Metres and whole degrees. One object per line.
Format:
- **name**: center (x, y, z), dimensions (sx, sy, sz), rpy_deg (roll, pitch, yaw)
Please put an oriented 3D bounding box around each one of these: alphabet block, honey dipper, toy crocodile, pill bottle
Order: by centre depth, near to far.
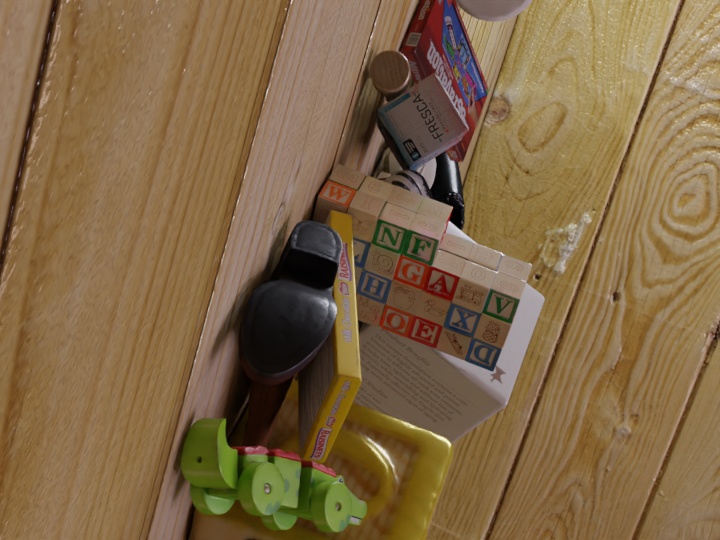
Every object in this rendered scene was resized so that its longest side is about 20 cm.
- **toy crocodile**: center (-0.064, 0.162, 1.062), dimensions (0.199, 0.067, 0.063), rpy_deg (26, 65, -47)
- **alphabet block**: center (-0.045, 0.249, 1.242), dimensions (0.197, 0.193, 0.202), rpy_deg (-65, 174, -54)
- **honey dipper**: center (0.030, -0.181, 1.342), dimensions (0.200, 0.038, 0.038), rpy_deg (-31, 141, -87)
- **pill bottle**: center (0.168, -0.368, 1.624), dimensions (0.200, 0.111, 0.113), rpy_deg (-60, 168, -63)

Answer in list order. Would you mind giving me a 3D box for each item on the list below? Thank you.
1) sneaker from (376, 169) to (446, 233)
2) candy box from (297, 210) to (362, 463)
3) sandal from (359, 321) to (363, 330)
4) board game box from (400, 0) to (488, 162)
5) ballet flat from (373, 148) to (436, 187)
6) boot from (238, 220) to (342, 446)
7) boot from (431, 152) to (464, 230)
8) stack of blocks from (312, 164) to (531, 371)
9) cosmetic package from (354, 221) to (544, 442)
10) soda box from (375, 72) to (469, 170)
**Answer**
- **sneaker**: center (0.029, -0.012, 1.357), dimensions (0.076, 0.114, 0.202), rpy_deg (-58, 138, -44)
- **candy box**: center (-0.028, 0.052, 1.163), dimensions (0.201, 0.026, 0.103), rpy_deg (-94, -161, -48)
- **sandal**: center (-0.001, 0.000, 1.419), dimensions (0.202, 0.075, 0.048), rpy_deg (-59, 159, -20)
- **board game box**: center (0.096, -0.218, 1.528), dimensions (0.104, 0.019, 0.200), rpy_deg (-67, 152, -23)
- **ballet flat**: center (0.037, -0.095, 1.548), dimensions (0.070, 0.069, 0.201), rpy_deg (102, 11, -51)
- **boot**: center (-0.078, 0.086, 1.103), dimensions (0.189, 0.068, 0.202), rpy_deg (-85, -166, -56)
- **boot**: center (0.097, -0.139, 1.660), dimensions (0.199, 0.072, 0.164), rpy_deg (111, -19, -53)
- **stack of blocks**: center (0.050, -0.002, 1.257), dimensions (0.059, 0.198, 0.116), rpy_deg (-61, 170, -52)
- **cosmetic package**: center (0.064, 0.082, 1.511), dimensions (0.200, 0.167, 0.167), rpy_deg (-42, -165, 46)
- **soda box**: center (0.058, -0.139, 1.355), dimensions (0.068, 0.064, 0.200), rpy_deg (-32, 180, 2)
